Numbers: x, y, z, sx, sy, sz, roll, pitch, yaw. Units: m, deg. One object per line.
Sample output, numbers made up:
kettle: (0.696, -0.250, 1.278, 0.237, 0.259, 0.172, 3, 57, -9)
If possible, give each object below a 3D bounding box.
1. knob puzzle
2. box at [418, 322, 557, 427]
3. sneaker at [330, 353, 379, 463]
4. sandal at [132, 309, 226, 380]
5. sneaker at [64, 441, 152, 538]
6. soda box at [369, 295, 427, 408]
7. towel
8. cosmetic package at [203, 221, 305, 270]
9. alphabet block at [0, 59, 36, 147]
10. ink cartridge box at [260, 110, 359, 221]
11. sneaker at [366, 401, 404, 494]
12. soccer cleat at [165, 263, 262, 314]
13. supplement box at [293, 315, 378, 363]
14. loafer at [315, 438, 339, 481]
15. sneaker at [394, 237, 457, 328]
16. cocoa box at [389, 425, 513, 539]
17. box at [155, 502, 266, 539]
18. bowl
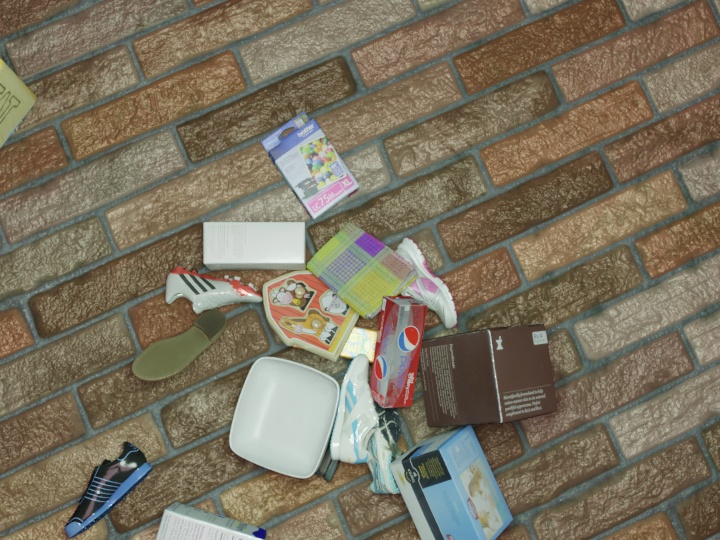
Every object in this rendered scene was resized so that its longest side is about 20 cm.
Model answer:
knob puzzle: (-0.100, 0.065, 1.692, 0.214, 0.031, 0.223, 6, 50, -7)
box: (0.233, 0.197, 1.632, 0.163, 0.198, 0.168, -1, 81, -39)
sneaker: (-0.002, 0.259, 1.633, 0.079, 0.077, 0.205, 7, 76, 9)
sandal: (-0.347, 0.162, 1.703, 0.210, 0.070, 0.078, -37, 70, -29)
sneaker: (-0.492, 0.416, 1.663, 0.199, 0.070, 0.078, -42, 82, -13)
soda box: (0.070, 0.153, 1.653, 0.069, 0.063, 0.205, 1, 104, -33)
towel: (0.000, 0.000, 1.709, 0.143, 0.023, 0.199, -43, 57, -16)
cosmetic package: (-0.205, -0.045, 1.713, 0.195, 0.108, 0.087, -1, 82, -5)
alphabet block: (-0.777, -0.341, 1.673, 0.193, 0.200, 0.198, 34, 82, 1)
ink cartridge box: (-0.104, -0.217, 1.775, 0.118, 0.042, 0.202, -34, 84, -7)
sneaker: (0.031, 0.335, 1.693, 0.085, 0.077, 0.204, -25, 65, 33)
soccer cleat: (-0.290, 0.049, 1.716, 0.195, 0.069, 0.087, 14, 77, 3)
supplement box: (-0.034, 0.138, 1.720, 0.195, 0.069, 0.068, 10, 84, -4)
loafer: (-0.045, 0.305, 1.698, 0.062, 0.072, 0.204, 22, 84, 6)
sneaker: (0.118, 0.039, 1.738, 0.088, 0.081, 0.201, -35, 78, -5)
cocoa box: (0.171, 0.416, 1.633, 0.130, 0.132, 0.203, -27, 86, 36)
box: (-0.293, 0.558, 1.633, 0.196, 0.105, 0.188, 17, 82, 0)
bowl: (-0.137, 0.280, 1.674, 0.196, 0.075, 0.204, 15, 82, 17)
